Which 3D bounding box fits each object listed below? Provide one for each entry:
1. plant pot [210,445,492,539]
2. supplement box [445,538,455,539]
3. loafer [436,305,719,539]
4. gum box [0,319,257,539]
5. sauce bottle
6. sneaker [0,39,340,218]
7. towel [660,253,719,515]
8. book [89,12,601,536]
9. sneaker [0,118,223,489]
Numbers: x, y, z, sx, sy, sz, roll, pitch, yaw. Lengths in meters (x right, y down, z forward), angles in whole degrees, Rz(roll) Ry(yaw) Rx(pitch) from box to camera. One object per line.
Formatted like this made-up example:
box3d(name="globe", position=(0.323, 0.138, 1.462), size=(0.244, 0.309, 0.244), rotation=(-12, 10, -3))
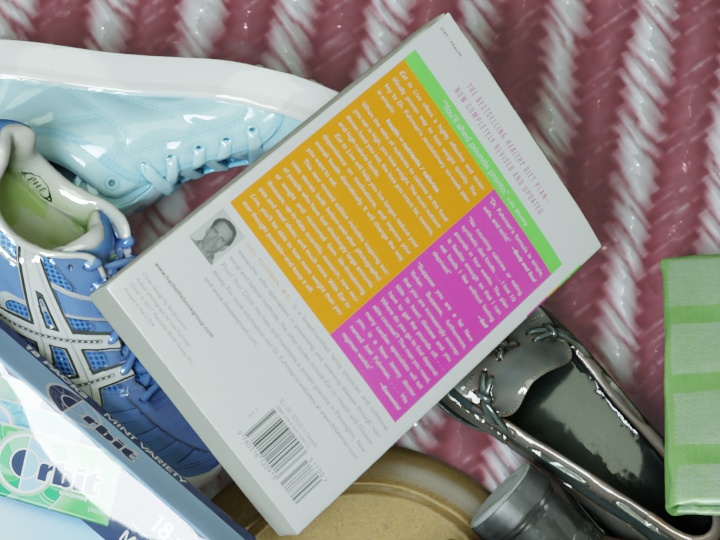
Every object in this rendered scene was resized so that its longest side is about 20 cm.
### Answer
box3d(name="plant pot", position=(0.000, 0.177, 0.796), size=(0.199, 0.027, 0.201), rotation=(1, 77, -5))
box3d(name="supplement box", position=(0.061, 0.228, 0.712), size=(0.103, 0.131, 0.201), rotation=(-31, 99, -12))
box3d(name="loafer", position=(0.093, 0.060, 0.815), size=(0.200, 0.063, 0.072), rotation=(42, 76, 4))
box3d(name="gum box", position=(-0.171, 0.138, 0.738), size=(0.170, 0.045, 0.200), rotation=(40, 99, 4))
box3d(name="sauce bottle", position=(0.135, 0.169, 0.787), size=(0.200, 0.065, 0.065), rotation=(45, 76, 0))
box3d(name="sneaker", position=(-0.099, -0.057, 0.823), size=(0.199, 0.074, 0.083), rotation=(6, 84, 4))
box3d(name="towel", position=(0.238, 0.051, 0.789), size=(0.199, 0.031, 0.150), rotation=(-2, 49, 11))
box3d(name="book", position=(0.000, 0.000, 0.765), size=(0.200, 0.048, 0.134), rotation=(-40, 98, -22))
box3d(name="sneaker", position=(-0.126, 0.020, 0.769), size=(0.200, 0.077, 0.076), rotation=(50, 42, -15))
